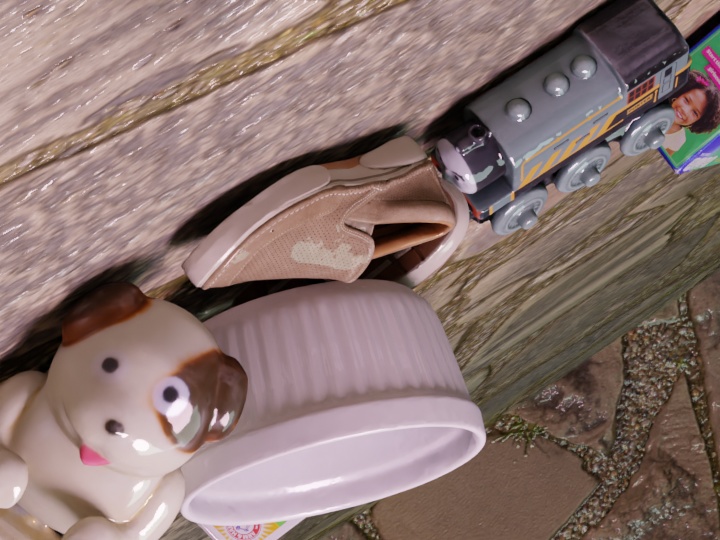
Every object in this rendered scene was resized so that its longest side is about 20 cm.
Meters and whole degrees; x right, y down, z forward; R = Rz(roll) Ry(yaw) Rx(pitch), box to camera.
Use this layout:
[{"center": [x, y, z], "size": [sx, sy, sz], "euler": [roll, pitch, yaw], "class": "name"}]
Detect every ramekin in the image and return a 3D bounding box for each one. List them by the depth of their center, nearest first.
[{"center": [-0.029, 0.083, 1.313], "size": [0.200, 0.105, 0.200], "euler": [-13, 161, -4], "class": "ramekin"}]

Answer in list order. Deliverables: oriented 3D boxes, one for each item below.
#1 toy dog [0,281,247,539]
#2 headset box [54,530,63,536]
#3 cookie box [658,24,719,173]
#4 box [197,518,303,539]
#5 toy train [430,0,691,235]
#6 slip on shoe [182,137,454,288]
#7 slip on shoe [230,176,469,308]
[{"center": [-0.142, 0.095, 1.201], "size": [0.194, 0.140, 0.200], "euler": [-43, 176, -38], "class": "toy dog"}, {"center": [-0.305, 0.212, 1.306], "size": [0.174, 0.093, 0.200], "euler": [-28, 168, -39], "class": "headset box"}, {"center": [0.334, -0.172, 1.664], "size": [0.200, 0.075, 0.171], "euler": [-42, 168, 26], "class": "cookie box"}, {"center": [-0.047, 0.113, 1.588], "size": [0.200, 0.101, 0.113], "euler": [-39, -166, 16], "class": "box"}, {"center": [0.132, -0.103, 1.368], "size": [0.200, 0.085, 0.114], "euler": [-32, 157, -10], "class": "toy train"}, {"center": [-0.019, -0.022, 1.229], "size": [0.200, 0.061, 0.076], "euler": [-24, 165, -50], "class": "slip on shoe"}, {"center": [0.000, 0.000, 1.375], "size": [0.200, 0.076, 0.061], "euler": [-38, 156, 30], "class": "slip on shoe"}]
